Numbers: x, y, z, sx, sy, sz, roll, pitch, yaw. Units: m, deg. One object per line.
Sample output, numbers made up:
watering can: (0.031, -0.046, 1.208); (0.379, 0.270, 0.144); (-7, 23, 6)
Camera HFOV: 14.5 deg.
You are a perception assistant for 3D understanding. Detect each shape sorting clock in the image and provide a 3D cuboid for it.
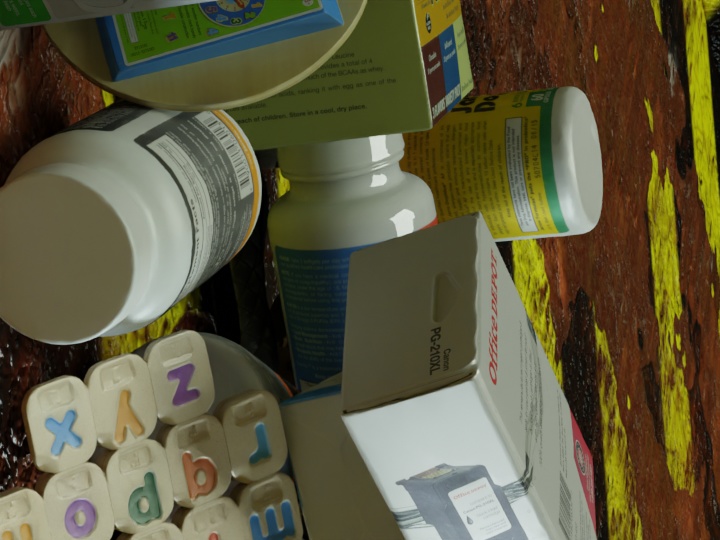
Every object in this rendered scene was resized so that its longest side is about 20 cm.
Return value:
shape sorting clock: (-0.091, -0.175, 1.633); (0.039, 0.199, 0.201); (76, 15, -59)

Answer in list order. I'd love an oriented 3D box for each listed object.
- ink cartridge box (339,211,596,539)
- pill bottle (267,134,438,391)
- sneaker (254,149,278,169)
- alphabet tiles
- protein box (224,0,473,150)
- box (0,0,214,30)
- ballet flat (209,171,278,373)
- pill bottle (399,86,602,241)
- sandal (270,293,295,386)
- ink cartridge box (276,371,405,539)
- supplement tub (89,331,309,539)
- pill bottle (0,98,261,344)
ink cartridge box: (0.063, 0.092, 1.583); (0.145, 0.084, 0.201); (-87, 156, -52)
pill bottle: (0.000, 0.000, 1.836); (0.112, 0.112, 0.201); (-51, 134, -67)
sneaker: (-0.050, -0.150, 2.000); (0.081, 0.075, 0.201); (54, 29, -34)
alphabet tiles: (-0.120, 0.140, 1.550); (0.199, 0.015, 0.197); (-21, 108, -34)
protein box: (-0.049, -0.188, 1.768); (0.135, 0.197, 0.201); (-48, 130, -70)
box: (-0.123, -0.247, 1.583); (0.097, 0.175, 0.201); (66, 24, -45)
ballet flat: (-0.089, 0.027, 1.853); (0.066, 0.057, 0.201); (-6, -92, 64)
pill bottle: (0.077, -0.076, 2.150); (0.113, 0.199, 0.114); (-5, 90, -73)
sandal: (-0.051, 0.097, 1.921); (0.055, 0.081, 0.201); (32, 59, -42)
ink cartridge box: (0.018, 0.115, 1.694); (0.200, 0.066, 0.116); (-22, 97, -75)
supplement tub: (-0.076, 0.119, 1.713); (0.200, 0.122, 0.123); (44, 43, -66)
pill bottle: (-0.136, -0.029, 1.576); (0.200, 0.116, 0.117); (-42, 124, -69)
